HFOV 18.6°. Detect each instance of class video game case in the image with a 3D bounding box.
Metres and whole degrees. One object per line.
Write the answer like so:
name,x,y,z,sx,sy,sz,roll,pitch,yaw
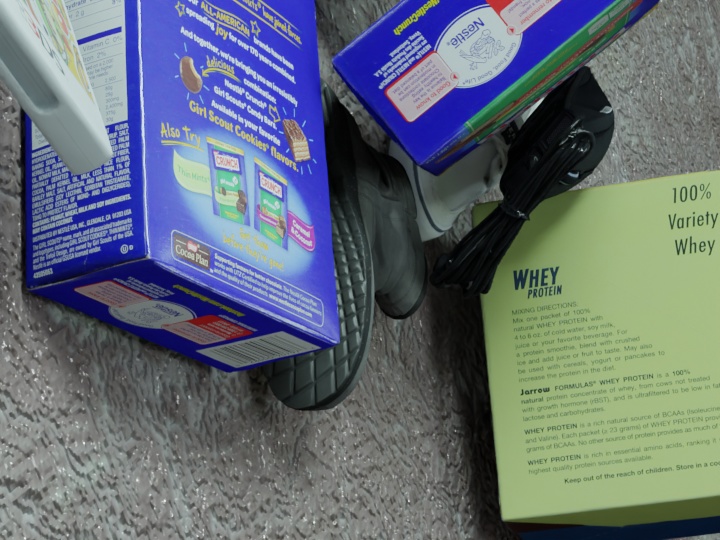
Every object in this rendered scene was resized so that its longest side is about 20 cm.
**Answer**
video game case,-0.163,-0.162,0.884,0.182,0.023,0.200,60,7,-57

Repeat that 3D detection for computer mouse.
computer mouse,0.102,-0.045,1.304,0.046,0.141,0.200,38,17,-5

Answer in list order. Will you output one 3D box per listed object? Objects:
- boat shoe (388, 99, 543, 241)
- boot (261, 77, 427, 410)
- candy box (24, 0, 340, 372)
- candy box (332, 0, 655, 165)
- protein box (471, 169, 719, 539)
boat shoe,0.071,-0.087,1.397,0.074,0.065,0.200,64,28,-26
boot,0.000,0.000,1.204,0.132,0.070,0.201,42,42,-53
candy box,-0.085,-0.070,1.054,0.169,0.077,0.201,28,54,-56
candy box,0.079,-0.131,1.192,0.077,0.169,0.200,51,4,2
protein box,0.184,0.058,1.375,0.135,0.198,0.201,52,31,-70
